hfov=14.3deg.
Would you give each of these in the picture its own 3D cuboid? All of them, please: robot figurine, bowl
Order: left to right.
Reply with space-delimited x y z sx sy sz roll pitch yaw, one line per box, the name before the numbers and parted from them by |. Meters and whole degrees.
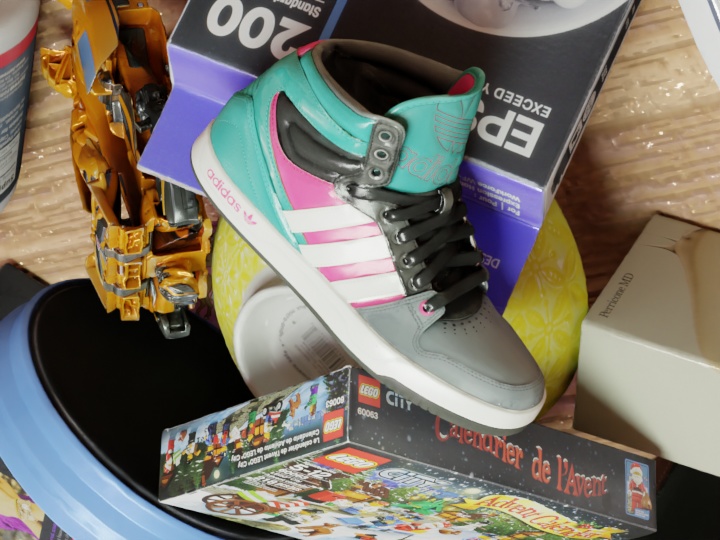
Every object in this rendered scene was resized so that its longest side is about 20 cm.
robot figurine | -0.119 -0.062 1.451 0.058 0.200 0.145 -8 144 -12
bowl | -0.098 0.082 1.432 0.201 0.201 0.039 39 115 -1
bowl | -0.001 0.022 1.393 0.200 0.108 0.200 16 123 25

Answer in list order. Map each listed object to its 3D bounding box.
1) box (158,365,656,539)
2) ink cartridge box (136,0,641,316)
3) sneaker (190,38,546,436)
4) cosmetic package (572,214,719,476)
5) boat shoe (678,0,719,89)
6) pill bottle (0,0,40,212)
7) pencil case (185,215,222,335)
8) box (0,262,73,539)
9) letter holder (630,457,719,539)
box | 0.024 0.100 1.362 0.200 0.038 0.137 19 154 -38
ink cartridge box | 0.017 -0.106 1.335 0.198 0.200 0.043 22 171 15
sneaker | 0.028 -0.030 1.267 0.200 0.084 0.121 43 125 7
cosmetic package | 0.215 0.053 1.394 0.200 0.104 0.073 17 131 18
boat shoe | 0.183 -0.145 1.281 0.070 0.071 0.200 -11 112 41
pill bottle | -0.241 -0.085 1.556 0.120 0.120 0.200 26 135 12
pencil case | 0.000 0.000 1.503 0.200 0.083 0.087 -10 147 37
box | -0.166 0.111 1.666 0.200 0.122 0.106 33 136 6
letter holder | 0.128 0.208 1.505 0.101 0.200 0.142 45 136 -7
